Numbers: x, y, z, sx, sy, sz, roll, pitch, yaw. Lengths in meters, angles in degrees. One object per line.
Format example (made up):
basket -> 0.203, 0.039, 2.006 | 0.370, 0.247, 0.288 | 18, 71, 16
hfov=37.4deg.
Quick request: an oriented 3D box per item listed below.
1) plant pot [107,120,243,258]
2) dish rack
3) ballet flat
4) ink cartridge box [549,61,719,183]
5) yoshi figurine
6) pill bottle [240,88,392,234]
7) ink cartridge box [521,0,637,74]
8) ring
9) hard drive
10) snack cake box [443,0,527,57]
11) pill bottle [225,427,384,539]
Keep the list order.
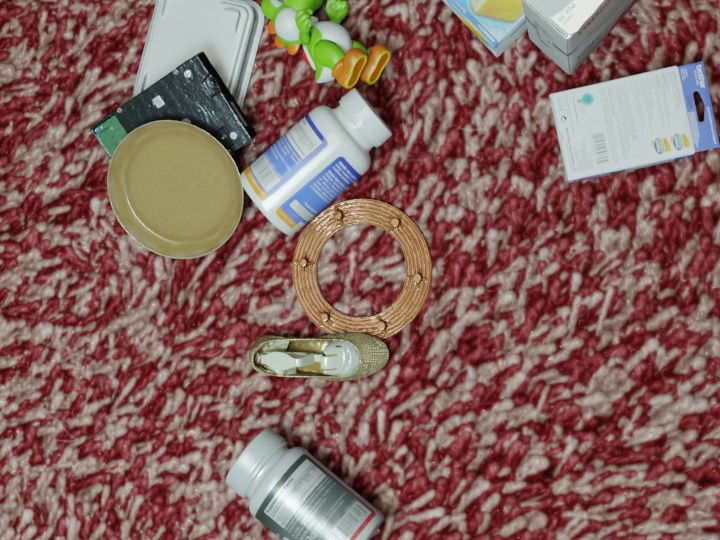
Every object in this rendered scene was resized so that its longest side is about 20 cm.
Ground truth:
plant pot -> -0.257, -0.115, 1.494 | 0.198, 0.028, 0.201 | 4, 111, 10
dish rack -> -0.240, -0.308, 1.529 | 0.170, 0.044, 0.201 | 15, 90, 13
ballet flat -> -0.062, 0.123, 1.461 | 0.198, 0.065, 0.071 | -4, 98, 13
ink cartridge box -> 0.358, -0.194, 1.396 | 0.199, 0.042, 0.120 | -12, 85, 14
yoshi figurine -> -0.052, -0.342, 1.460 | 0.200, 0.113, 0.112 | 39, 76, 22
pill bottle -> -0.057, -0.152, 1.448 | 0.200, 0.112, 0.112 | -40, 81, 7
ink cartridge box -> 0.283, -0.345, 1.336 | 0.083, 0.200, 0.147 | 44, 97, 10
ring -> 0.000, 0.000, 1.478 | 0.199, 0.019, 0.202 | 0, 88, 13
hard drive -> -0.263, -0.196, 1.499 | 0.199, 0.038, 0.140 | -30, 102, 19
snack cake box -> 0.157, -0.402, 1.434 | 0.115, 0.067, 0.200 | -44, 80, 8
pill bottle -> -0.077, 0.313, 1.434 | 0.200, 0.114, 0.114 | 37, 96, 12
